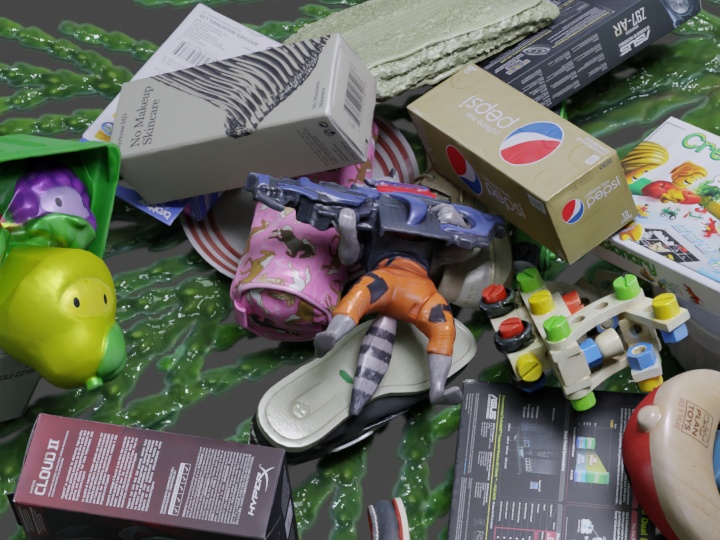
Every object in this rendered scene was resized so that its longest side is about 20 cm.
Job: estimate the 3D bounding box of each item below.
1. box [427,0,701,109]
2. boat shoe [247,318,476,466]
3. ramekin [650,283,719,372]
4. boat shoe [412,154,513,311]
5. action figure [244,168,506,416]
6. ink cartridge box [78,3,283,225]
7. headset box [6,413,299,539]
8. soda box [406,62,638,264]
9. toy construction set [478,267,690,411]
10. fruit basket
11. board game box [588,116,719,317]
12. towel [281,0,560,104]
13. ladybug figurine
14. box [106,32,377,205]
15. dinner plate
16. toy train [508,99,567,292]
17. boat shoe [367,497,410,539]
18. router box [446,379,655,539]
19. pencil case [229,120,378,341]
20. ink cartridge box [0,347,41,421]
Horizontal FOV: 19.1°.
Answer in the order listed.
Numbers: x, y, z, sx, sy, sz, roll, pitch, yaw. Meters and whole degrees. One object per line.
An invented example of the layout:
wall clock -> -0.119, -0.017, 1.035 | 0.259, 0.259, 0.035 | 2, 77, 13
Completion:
box -> 0.158, -0.206, 1.778 | 0.200, 0.044, 0.160 | -33, 34, -18
boat shoe -> 0.000, 0.090, 1.619 | 0.200, 0.068, 0.072 | -26, 66, -29
ramekin -> 0.316, 0.009, 1.630 | 0.200, 0.105, 0.201 | -2, 57, 3
boat shoe -> 0.072, -0.057, 1.697 | 0.065, 0.072, 0.200 | 8, 53, -22
action figure -> 0.000, 0.000, 1.588 | 0.199, 0.105, 0.194 | 15, 47, -7
ink cartridge box -> -0.141, -0.122, 1.756 | 0.119, 0.042, 0.200 | 28, 60, 19
headset box -> -0.151, 0.178, 1.519 | 0.199, 0.149, 0.077 | 7, 56, 7
soda box -> 0.118, -0.084, 1.598 | 0.068, 0.064, 0.200 | -35, 38, -12
toy construction set -> 0.163, 0.038, 1.575 | 0.131, 0.200, 0.092 | -23, 99, 2
fruit basket -> -0.246, -0.009, 1.570 | 0.215, 0.156, 0.216 | 11, 19, -4
board game box -> 0.259, -0.034, 1.549 | 0.126, 0.035, 0.200 | -40, 43, -21
towel -> 0.046, -0.197, 1.734 | 0.200, 0.037, 0.148 | -26, 31, -21
ladybug figurine -> 0.247, 0.146, 1.510 | 0.072, 0.200, 0.136 | -11, 50, 40
box -> -0.091, -0.115, 1.640 | 0.200, 0.068, 0.082 | -11, 54, 26
dinner plate -> -0.050, -0.062, 1.747 | 0.200, 0.024, 0.201 | -2, 56, 3
toy train -> 0.142, -0.065, 1.718 | 0.042, 0.056, 0.200 | 6, 57, 7
boat shoe -> 0.010, 0.254, 1.510 | 0.062, 0.071, 0.200 | -3, 61, 5
router box -> 0.140, 0.181, 1.551 | 0.149, 0.062, 0.200 | 4, 57, 7
pencil case -> -0.044, -0.042, 1.673 | 0.086, 0.083, 0.200 | -17, 49, 37
ink cartridge box -> -0.352, 0.034, 1.630 | 0.144, 0.084, 0.200 | -13, 48, -46
